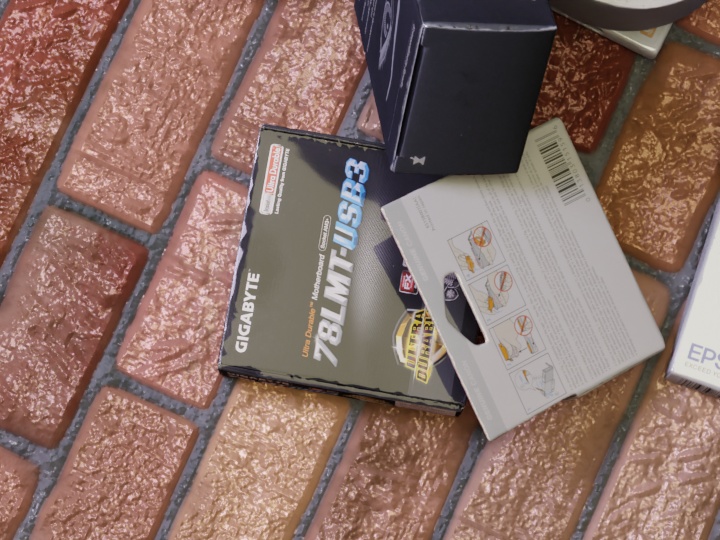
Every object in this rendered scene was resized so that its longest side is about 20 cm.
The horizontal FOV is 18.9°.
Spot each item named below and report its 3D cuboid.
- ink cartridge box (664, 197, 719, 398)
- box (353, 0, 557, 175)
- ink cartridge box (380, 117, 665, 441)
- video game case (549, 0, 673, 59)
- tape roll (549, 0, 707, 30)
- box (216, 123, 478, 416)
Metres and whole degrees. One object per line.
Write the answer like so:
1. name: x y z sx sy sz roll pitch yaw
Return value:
1. ink cartridge box: 0.361 0.022 1.712 0.195 0.043 0.202 18 82 2
2. box: 0.067 -0.192 1.641 0.103 0.149 0.201 0 48 -12
3. ink cartridge box: 0.121 0.008 1.670 0.173 0.044 0.201 -26 92 -21
4. video game case: 0.203 -0.300 1.773 0.181 0.023 0.201 27 81 3
5. tape roll: 0.215 -0.297 1.729 0.198 0.066 0.202 0 82 -1
6. box: 0.000 0.000 1.705 0.196 0.050 0.202 11 79 0
